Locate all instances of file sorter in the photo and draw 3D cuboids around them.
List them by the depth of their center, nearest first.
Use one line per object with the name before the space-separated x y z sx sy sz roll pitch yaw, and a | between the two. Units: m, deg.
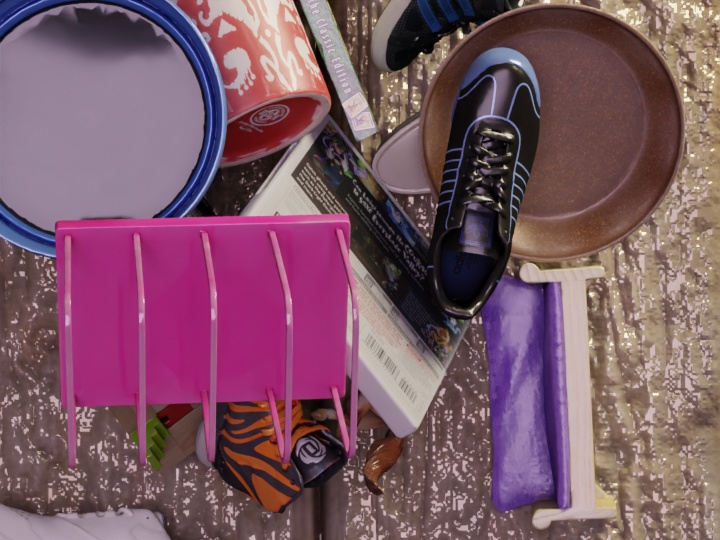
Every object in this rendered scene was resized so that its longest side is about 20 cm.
file sorter | -0.102 0.052 1.526 0.200 0.125 0.139 -2 116 -7

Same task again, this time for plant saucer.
plant saucer | 0.143 -0.106 1.714 0.200 0.037 0.201 0 109 -1

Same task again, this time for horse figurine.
horse figurine | -0.005 0.070 1.745 0.050 0.132 0.200 -15 91 46

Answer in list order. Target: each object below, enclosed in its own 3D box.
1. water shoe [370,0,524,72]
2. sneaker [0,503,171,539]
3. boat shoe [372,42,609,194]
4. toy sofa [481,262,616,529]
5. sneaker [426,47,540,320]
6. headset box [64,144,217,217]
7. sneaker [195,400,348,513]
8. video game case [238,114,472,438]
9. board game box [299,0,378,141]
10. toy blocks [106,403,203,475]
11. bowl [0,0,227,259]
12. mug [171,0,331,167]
water shoe | 0.079 -0.206 1.704 0.079 0.071 0.200 44 128 9
sneaker | -0.199 0.219 1.779 0.200 0.075 0.087 22 81 -4
boat shoe | 0.101 -0.120 1.758 0.200 0.057 0.067 -28 107 8
toy sofa | 0.142 0.093 1.739 0.098 0.083 0.200 -3 91 3
sneaker | 0.092 -0.059 1.669 0.070 0.078 0.200 8 109 -5
headset box | -0.197 -0.069 1.699 0.093 0.200 0.174 -37 88 4
sneaker | -0.054 0.094 1.660 0.112 0.078 0.200 36 138 29
video game case | 0.000 0.000 1.683 0.023 0.182 0.200 -31 105 31
board game box | -0.032 -0.196 1.723 0.023 0.105 0.200 -21 97 4
toy blocks | -0.132 0.066 1.711 0.137 0.200 0.100 -37 58 -6
bowl | -0.191 -0.105 1.579 0.200 0.039 0.201 0 88 1
mug | -0.091 -0.191 1.679 0.177 0.133 0.200 -11 69 -38
